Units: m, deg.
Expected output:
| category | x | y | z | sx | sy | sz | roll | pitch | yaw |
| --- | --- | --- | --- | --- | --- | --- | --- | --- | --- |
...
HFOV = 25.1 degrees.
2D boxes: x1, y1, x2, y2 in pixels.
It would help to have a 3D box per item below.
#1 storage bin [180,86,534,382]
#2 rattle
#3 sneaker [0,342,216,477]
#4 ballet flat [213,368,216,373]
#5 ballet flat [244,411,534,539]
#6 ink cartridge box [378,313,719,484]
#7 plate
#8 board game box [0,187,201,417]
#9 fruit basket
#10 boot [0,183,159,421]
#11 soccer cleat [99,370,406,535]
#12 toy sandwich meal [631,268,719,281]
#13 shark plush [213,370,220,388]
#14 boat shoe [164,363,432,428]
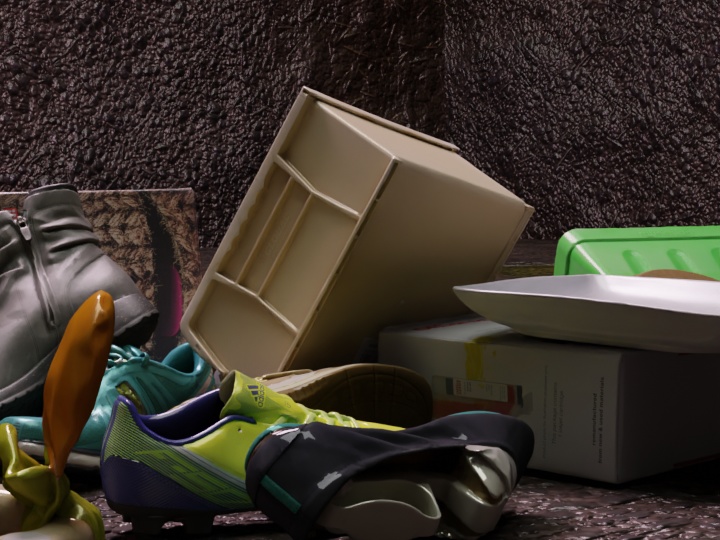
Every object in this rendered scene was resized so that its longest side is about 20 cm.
| category | x | y | z | sx | sy | sz | roll | pitch | yaw |
| --- | --- | --- | --- | --- | --- | --- | --- | --- | --- |
| storage bin | 0.000 | 0.000 | 1.140 | 0.094 | 0.199 | 0.200 | 36 | 12 | 31 |
| rattle | -0.221 | 0.085 | 0.758 | 0.198 | 0.144 | 0.130 | 7 | 24 | 12 |
| sneaker | -0.164 | 0.089 | 1.050 | 0.077 | 0.080 | 0.200 | 2 | 6 | 31 |
| ballet flat | -0.039 | 0.076 | 1.333 | 0.198 | 0.075 | 0.074 | 2 | 3 | -22 |
| ballet flat | 0.031 | 0.115 | 0.844 | 0.199 | 0.074 | 0.073 | 4 | 0 | -40 |
| ink cartridge box | 0.130 | 0.081 | 1.091 | 0.199 | 0.084 | 0.145 | 5 | 7 | 42 |
| plate | 0.192 | 0.027 | 1.053 | 0.198 | 0.033 | 0.199 | 4 | 5 | 35 |
| board game box | -0.219 | 0.030 | 1.167 | 0.198 | 0.161 | 0.097 | -3 | -11 | -20 |
| fruit basket | 0.264 | 0.028 | 1.506 | 0.214 | 0.157 | 0.216 | 4 | 21 | -2 |
| boot | -0.244 | 0.035 | 1.076 | 0.199 | 0.131 | 0.068 | -34 | -16 | -24 |
| soccer cleat | -0.045 | 0.097 | 0.895 | 0.199 | 0.084 | 0.065 | -2 | 4 | -23 |
| toy sandwich meal | 0.269 | 0.069 | 1.266 | 0.204 | 0.071 | 0.206 | 16 | 29 | -9 |
| shark plush | -0.062 | 0.088 | 1.180 | 0.083 | 0.091 | 0.200 | 29 | -5 | -9 |
| boat shoe | -0.043 | 0.093 | 1.021 | 0.199 | 0.075 | 0.066 | -4 | 11 | -39 |
